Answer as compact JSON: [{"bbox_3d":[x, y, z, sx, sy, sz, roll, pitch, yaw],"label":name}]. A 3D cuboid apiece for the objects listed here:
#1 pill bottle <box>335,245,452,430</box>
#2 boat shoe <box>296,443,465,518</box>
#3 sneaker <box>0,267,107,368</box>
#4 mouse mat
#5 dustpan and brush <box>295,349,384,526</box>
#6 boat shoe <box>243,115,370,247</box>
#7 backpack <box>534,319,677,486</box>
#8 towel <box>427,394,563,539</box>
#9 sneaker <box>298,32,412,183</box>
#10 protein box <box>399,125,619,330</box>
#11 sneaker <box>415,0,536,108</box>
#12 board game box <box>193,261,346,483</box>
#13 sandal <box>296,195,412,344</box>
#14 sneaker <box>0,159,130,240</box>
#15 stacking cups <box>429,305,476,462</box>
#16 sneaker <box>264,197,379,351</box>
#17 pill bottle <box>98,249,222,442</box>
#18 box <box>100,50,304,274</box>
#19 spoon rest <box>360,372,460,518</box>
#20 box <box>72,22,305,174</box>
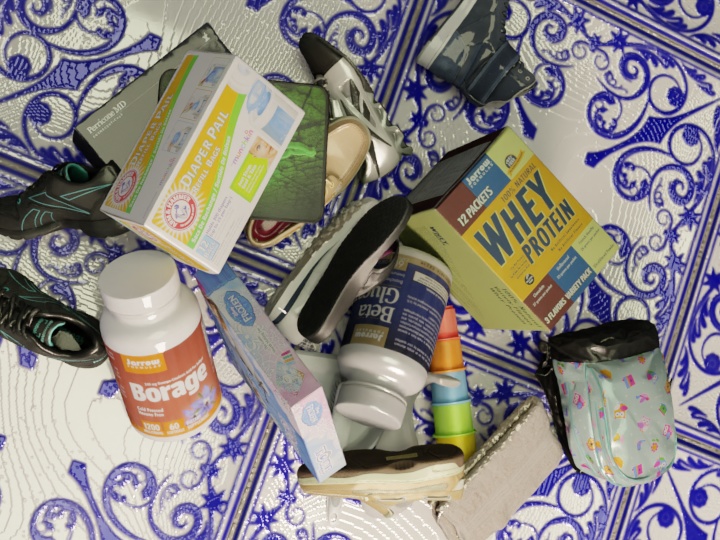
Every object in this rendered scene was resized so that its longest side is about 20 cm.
[{"bbox_3d":[0.036,0.082,1.290,0.110,0.111,0.202,23,67,-14],"label":"pill bottle"},{"bbox_3d":[0.025,0.254,1.260,0.197,0.072,0.077,-4,104,2],"label":"boat shoe"},{"bbox_3d":[-0.372,0.049,1.209,0.198,0.079,0.076,23,83,-12],"label":"sneaker"},{"bbox_3d":[-0.132,-0.139,1.222,0.197,0.008,0.164,3,87,-16],"label":"mouse mat"},{"bbox_3d":[-0.027,0.206,1.316,0.138,0.057,0.203,9,86,-15],"label":"dustpan and brush"},{"bbox_3d":[-0.062,-0.099,1.286,0.074,0.069,0.200,42,98,-10],"label":"boat shoe"},{"bbox_3d":[0.324,0.174,1.383,0.165,0.126,0.203,-9,93,-19],"label":"backpack"},{"bbox_3d":[0.173,0.260,1.348,0.200,0.034,0.133,-44,137,-13],"label":"towel"},{"bbox_3d":[-0.025,-0.196,1.326,0.088,0.074,0.201,-40,102,-9],"label":"sneaker"},{"bbox_3d":[0.164,-0.044,1.308,0.199,0.200,0.135,45,78,-9],"label":"protein box"},{"bbox_3d":[0.185,-0.305,1.381,0.146,0.077,0.203,36,88,0],"label":"sneaker"},{"bbox_3d":[-0.098,0.113,1.187,0.043,0.201,0.199,-34,59,-14],"label":"board game box"},{"bbox_3d":[-0.001,0.000,1.262,0.048,0.075,0.201,31,98,-35],"label":"sandal"},{"bbox_3d":[-0.332,-0.083,1.196,0.197,0.076,0.080,-1,119,21],"label":"sneaker"},{"bbox_3d":[0.115,0.146,1.363,0.060,0.060,0.203,-3,86,-16],"label":"stacking cups"},{"bbox_3d":[-0.032,0.001,1.319,0.080,0.076,0.201,38,89,-11],"label":"sneaker"},{"bbox_3d":[-0.224,0.083,1.194,0.111,0.112,0.202,-20,129,-15],"label":"pill bottle"},{"bbox_3d":[-0.166,-0.115,1.137,0.112,0.101,0.202,34,79,-40],"label":"box"},{"bbox_3d":[0.057,0.213,1.327,0.099,0.060,0.202,15,101,-44],"label":"spoon rest"},{"bbox_3d":[-0.201,-0.148,1.259,0.200,0.104,0.183,-41,100,-14],"label":"box"}]
